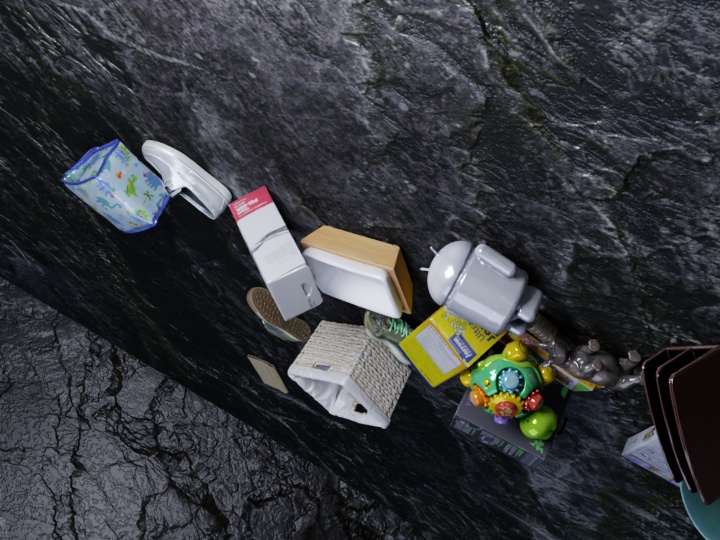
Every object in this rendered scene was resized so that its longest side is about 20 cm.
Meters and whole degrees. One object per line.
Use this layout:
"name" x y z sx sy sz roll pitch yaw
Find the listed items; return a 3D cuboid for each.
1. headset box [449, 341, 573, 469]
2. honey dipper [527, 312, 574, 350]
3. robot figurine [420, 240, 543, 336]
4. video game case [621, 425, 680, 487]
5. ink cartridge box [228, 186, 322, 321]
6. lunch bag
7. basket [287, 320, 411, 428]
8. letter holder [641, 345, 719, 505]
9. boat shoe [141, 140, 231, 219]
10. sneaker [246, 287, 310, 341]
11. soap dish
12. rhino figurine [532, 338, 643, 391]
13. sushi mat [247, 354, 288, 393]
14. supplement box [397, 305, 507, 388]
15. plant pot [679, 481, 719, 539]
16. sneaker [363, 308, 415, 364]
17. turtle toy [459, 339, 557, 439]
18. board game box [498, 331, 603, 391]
"headset box" 0.298 0.258 1.622 0.198 0.175 0.093 26 159 9
"honey dipper" 0.371 0.141 1.487 0.199 0.038 0.038 35 156 -19
"robot figurine" 0.192 0.026 1.365 0.198 0.113 0.171 27 136 5
"video game case" 0.629 0.365 1.615 0.198 0.046 0.182 28 155 4
"ink cartridge box" -0.157 -0.030 1.570 0.201 0.082 0.147 60 173 33
"lunch bag" -0.518 -0.168 1.783 0.198 0.129 0.170 -13 134 44
"basket" -0.023 0.236 1.965 0.197 0.162 0.200 4 147 44
"letter holder" 0.493 0.233 1.281 0.100 0.141 0.203 -11 99 57
"boat shoe" -0.346 -0.173 1.641 0.200 0.072 0.070 35 156 -11
"sneaker" -0.218 0.115 2.062 0.089 0.068 0.200 -9 139 47
"soap dish" 0.000 0.000 1.574 0.198 0.082 0.158 17 153 26
"rhino figurine" 0.383 0.155 1.431 0.197 0.061 0.088 16 156 -4
"sushi mat" -0.285 0.321 2.615 0.095 0.012 0.201 21 155 22
"supplement box" 0.166 0.126 1.563 0.109 0.109 0.200 51 157 5
"plant pot" 0.649 0.344 1.366 0.159 0.204 0.200 -5 176 -33
"sneaker" 0.084 0.124 1.756 0.088 0.078 0.200 -11 140 38
"turtle toy" 0.274 0.222 1.498 0.199 0.102 0.145 38 129 -23
"board game box" 0.344 0.166 1.542 0.198 0.030 0.096 31 169 -1
